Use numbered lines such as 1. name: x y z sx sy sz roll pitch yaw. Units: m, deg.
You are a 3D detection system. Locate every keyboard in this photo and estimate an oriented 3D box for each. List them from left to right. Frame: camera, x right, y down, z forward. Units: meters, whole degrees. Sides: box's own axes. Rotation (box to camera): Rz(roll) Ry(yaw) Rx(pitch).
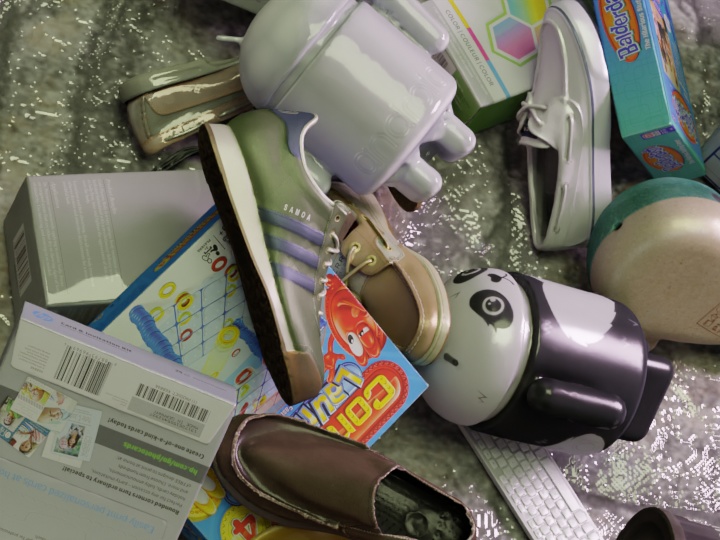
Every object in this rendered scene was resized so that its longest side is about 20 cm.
1. keyboard: 0.119 0.143 1.657 0.056 0.011 0.201 -25 77 -29

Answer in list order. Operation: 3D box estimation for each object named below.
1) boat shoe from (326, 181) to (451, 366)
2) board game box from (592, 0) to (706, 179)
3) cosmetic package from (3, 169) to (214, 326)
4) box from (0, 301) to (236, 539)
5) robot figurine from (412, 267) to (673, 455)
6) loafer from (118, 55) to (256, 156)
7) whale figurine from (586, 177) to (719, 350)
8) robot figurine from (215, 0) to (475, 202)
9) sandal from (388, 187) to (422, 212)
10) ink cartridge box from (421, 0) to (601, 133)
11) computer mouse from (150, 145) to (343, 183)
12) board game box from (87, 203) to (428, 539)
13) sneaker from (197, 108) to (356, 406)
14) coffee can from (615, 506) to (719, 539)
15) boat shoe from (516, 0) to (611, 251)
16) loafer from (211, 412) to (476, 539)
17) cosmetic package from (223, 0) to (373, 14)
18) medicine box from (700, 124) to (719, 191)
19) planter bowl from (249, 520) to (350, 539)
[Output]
1. boat shoe: 0.000 0.000 1.606 0.066 0.074 0.200 13 25 -35
2. board game box: 0.230 -0.185 1.775 0.045 0.152 0.201 -15 72 16
3. cosmetic package: -0.152 -0.011 1.586 0.199 0.090 0.107 0 66 -25
4. box: -0.191 0.142 1.445 0.155 0.041 0.201 22 103 -9
5. robot figurine: 0.135 0.067 1.622 0.199 0.150 0.126 15 68 -26
6. loafer: -0.089 -0.137 1.689 0.199 0.072 0.063 -14 87 -21
7. whale figurine: 0.266 0.001 1.719 0.199 0.159 0.104 29 29 -32
8. robot figurine: -0.008 -0.136 1.606 0.200 0.113 0.170 39 80 -4
9. sandal: 0.038 -0.149 1.733 0.069 0.078 0.213 -10 63 -26
10. ink cartridge box: 0.142 -0.193 1.803 0.199 0.059 0.104 -22 74 -28
11. computer mouse: -0.076 -0.078 1.683 0.199 0.034 0.059 -12 61 -18
12. board game box: -0.086 0.076 1.522 0.200 0.056 0.196 -45 105 -17
13. sneaker: -0.039 -0.016 1.475 0.089 0.067 0.201 -18 93 -17
14. coffee can: 0.285 0.268 1.579 0.199 0.146 0.147 16 60 -14
15. boat shoe: 0.158 -0.113 1.722 0.065 0.074 0.201 -11 100 -22
16. loafer: -0.004 0.144 1.470 0.199 0.071 0.073 22 65 -10
17. cosmetic package: -0.029 -0.311 1.693 0.166 0.168 0.200 21 41 2
18. medicine box: 0.398 -0.152 1.798 0.103 0.200 0.182 42 58 0
19. planter bowl: -0.026 0.276 1.491 0.199 0.083 0.201 9 63 -17
